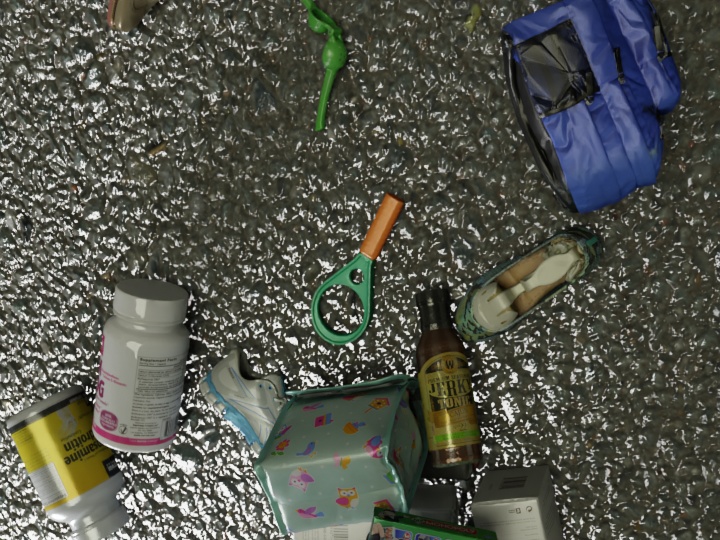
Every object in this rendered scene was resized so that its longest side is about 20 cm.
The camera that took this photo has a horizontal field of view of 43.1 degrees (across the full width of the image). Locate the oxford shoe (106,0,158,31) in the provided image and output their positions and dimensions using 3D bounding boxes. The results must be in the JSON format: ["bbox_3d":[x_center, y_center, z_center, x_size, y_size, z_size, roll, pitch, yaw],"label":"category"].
[{"bbox_3d":[-0.238,-0.364,1.118,0.075,0.070,0.200,43,111,3],"label":"oxford shoe"}]

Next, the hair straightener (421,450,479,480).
[{"bbox_3d":[0.042,0.233,1.109,0.195,0.077,0.042,2,101,20],"label":"hair straightener"}]

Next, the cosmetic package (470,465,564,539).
[{"bbox_3d":[0.195,0.343,1.056,0.083,0.107,0.205,-10,94,20],"label":"cosmetic package"}]

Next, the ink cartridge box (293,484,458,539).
[{"bbox_3d":[0.021,0.340,1.108,0.195,0.085,0.149,1,100,5],"label":"ink cartridge box"}]

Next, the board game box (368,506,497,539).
[{"bbox_3d":[0.060,0.361,0.959,0.131,0.029,0.205,11,99,1],"label":"board game box"}]

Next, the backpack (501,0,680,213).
[{"bbox_3d":[0.239,-0.169,0.926,0.165,0.162,0.204,-19,92,18],"label":"backpack"}]

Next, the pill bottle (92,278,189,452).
[{"bbox_3d":[-0.284,0.122,1.190,0.111,0.113,0.205,14,103,17],"label":"pill bottle"}]

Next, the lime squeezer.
[{"bbox_3d":[-0.050,-0.276,1.088,0.070,0.037,0.204,-11,97,52],"label":"lime squeezer"}]

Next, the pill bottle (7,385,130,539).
[{"bbox_3d":[-0.396,0.271,1.256,0.111,0.112,0.203,-26,90,21],"label":"pill bottle"}]

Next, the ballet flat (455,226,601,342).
[{"bbox_3d":[0.180,0.018,1.029,0.199,0.074,0.075,-40,85,21],"label":"ballet flat"}]

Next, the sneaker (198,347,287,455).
[{"bbox_3d":[-0.114,0.180,1.163,0.200,0.075,0.087,43,101,6],"label":"sneaker"}]

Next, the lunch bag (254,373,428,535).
[{"bbox_3d":[-0.011,0.193,1.061,0.167,0.201,0.124,-11,114,19],"label":"lunch bag"}]

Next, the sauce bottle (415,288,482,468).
[{"bbox_3d":[0.096,0.124,1.060,0.063,0.064,0.205,-14,78,21],"label":"sauce bottle"}]

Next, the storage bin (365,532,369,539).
[{"bbox_3d":[0.066,0.403,1.026,0.132,0.094,0.205,2,100,3],"label":"storage bin"}]

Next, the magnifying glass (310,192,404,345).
[{"bbox_3d":[0.000,0.000,1.116,0.079,0.022,0.203,30,107,13],"label":"magnifying glass"}]
